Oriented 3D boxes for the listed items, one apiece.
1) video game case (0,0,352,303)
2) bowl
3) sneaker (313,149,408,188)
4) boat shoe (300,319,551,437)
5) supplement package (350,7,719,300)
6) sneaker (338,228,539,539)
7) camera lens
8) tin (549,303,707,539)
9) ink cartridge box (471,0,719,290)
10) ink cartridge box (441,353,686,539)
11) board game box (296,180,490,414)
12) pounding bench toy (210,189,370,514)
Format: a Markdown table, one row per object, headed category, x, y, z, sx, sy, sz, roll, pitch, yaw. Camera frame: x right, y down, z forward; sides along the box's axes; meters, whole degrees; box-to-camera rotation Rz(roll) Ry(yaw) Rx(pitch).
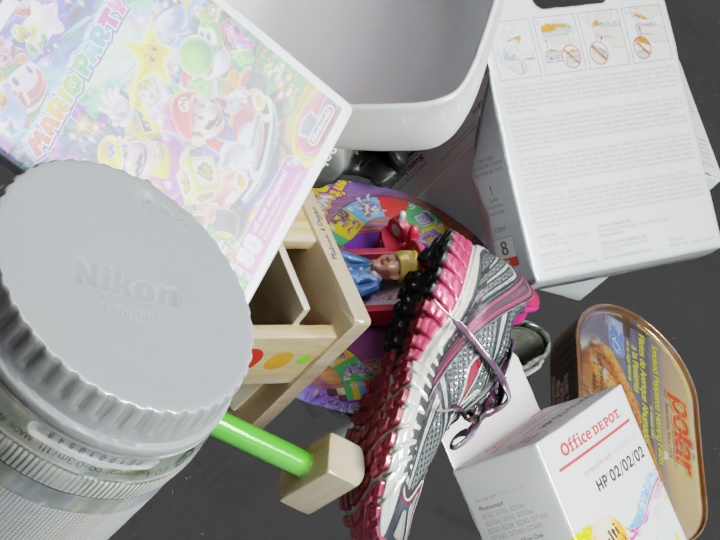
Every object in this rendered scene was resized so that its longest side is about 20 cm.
| category | x | y | z | sx | sy | sz | roll | pitch | yaw |
| --- | --- | --- | --- | --- | --- | --- | --- | --- | --- |
| video game case | -0.107 | -0.083 | 1.194 | 0.200 | 0.018 | 0.144 | 38 | 68 | -27 |
| bowl | -0.010 | -0.147 | 1.380 | 0.199 | 0.075 | 0.200 | 5 | 53 | 14 |
| sneaker | -0.043 | -0.098 | 1.462 | 0.200 | 0.067 | 0.091 | 12 | 40 | -41 |
| boat shoe | 0.042 | 0.058 | 1.467 | 0.200 | 0.064 | 0.071 | -8 | 62 | -48 |
| supplement package | 0.114 | -0.082 | 1.594 | 0.200 | 0.156 | 0.111 | 15 | 47 | -36 |
| sneaker | 0.047 | 0.073 | 1.346 | 0.075 | 0.081 | 0.201 | 28 | 65 | -13 |
| camera lens | -0.166 | 0.062 | 1.136 | 0.160 | 0.200 | 0.160 | 27 | 40 | -25 |
| tin | 0.180 | 0.110 | 1.581 | 0.112 | 0.042 | 0.200 | 26 | 40 | -20 |
| ink cartridge box | 0.136 | -0.094 | 1.481 | 0.162 | 0.050 | 0.201 | -10 | 83 | -35 |
| ink cartridge box | 0.130 | 0.147 | 1.420 | 0.115 | 0.068 | 0.201 | -28 | 95 | -53 |
| board game box | 0.000 | 0.000 | 1.433 | 0.158 | 0.039 | 0.200 | 29 | 46 | 15 |
| pounding bench toy | -0.093 | 0.042 | 1.293 | 0.156 | 0.124 | 0.200 | 1 | 56 | -45 |
